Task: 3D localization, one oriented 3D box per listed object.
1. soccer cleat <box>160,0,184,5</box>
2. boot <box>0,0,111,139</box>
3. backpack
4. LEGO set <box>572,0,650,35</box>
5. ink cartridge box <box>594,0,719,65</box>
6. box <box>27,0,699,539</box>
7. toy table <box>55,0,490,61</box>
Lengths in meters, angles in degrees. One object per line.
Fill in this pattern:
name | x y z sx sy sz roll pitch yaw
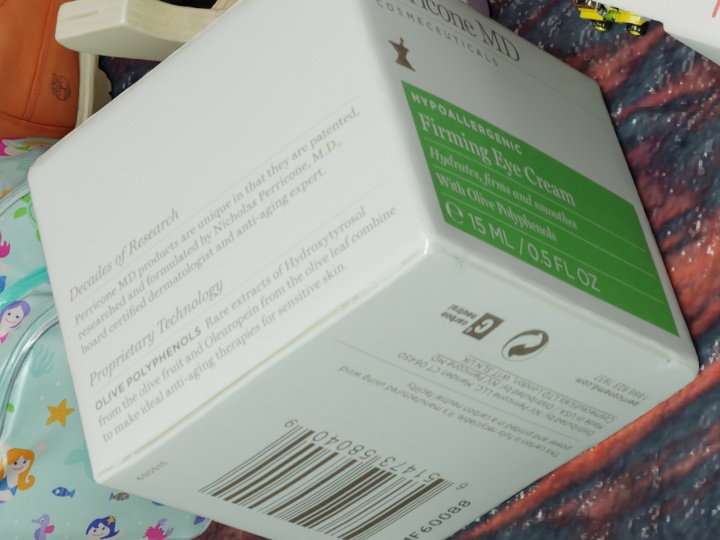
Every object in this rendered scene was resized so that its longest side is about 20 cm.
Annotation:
soccer cleat | -0.071 -0.226 1.428 0.200 0.081 0.068 -52 47 16
boot | -0.194 -0.150 1.499 0.075 0.107 0.200 -26 57 36
backpack | -0.149 0.040 1.315 0.151 0.177 0.200 16 100 48
LEGO set | 0.120 -0.215 1.219 0.154 0.116 0.200 25 92 45
ink cartridge box | 0.205 -0.127 1.119 0.200 0.068 0.115 24 91 35
box | 0.000 0.000 1.193 0.200 0.199 0.171 -36 53 26
toy table | -0.049 -0.116 1.342 0.200 0.117 0.184 -22 61 35
